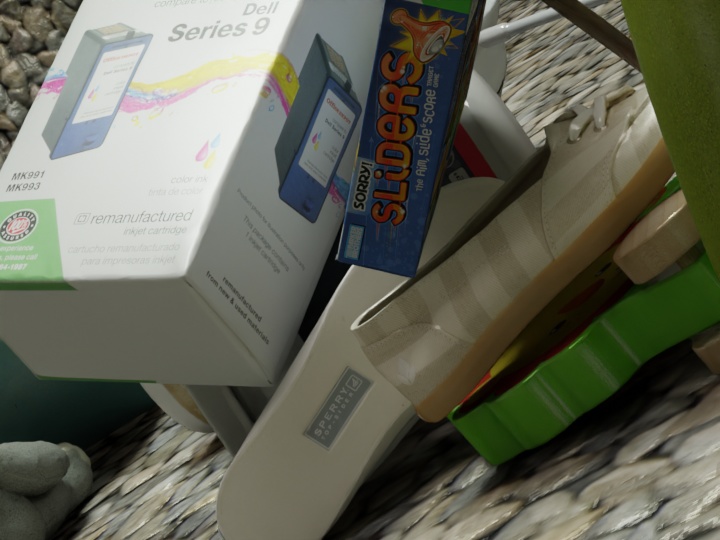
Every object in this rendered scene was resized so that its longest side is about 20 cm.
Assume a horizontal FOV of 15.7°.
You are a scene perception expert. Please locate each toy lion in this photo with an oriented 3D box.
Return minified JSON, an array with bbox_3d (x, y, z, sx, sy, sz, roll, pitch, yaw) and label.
[{"bbox_3d":[0.125,0.000,1.106,0.200,0.069,0.192,-46,8,-37],"label":"toy lion"}]

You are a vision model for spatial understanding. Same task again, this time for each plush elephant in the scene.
[{"bbox_3d":[-0.259,0.119,1.488,0.165,0.155,0.200,-33,8,0],"label":"plush elephant"}]

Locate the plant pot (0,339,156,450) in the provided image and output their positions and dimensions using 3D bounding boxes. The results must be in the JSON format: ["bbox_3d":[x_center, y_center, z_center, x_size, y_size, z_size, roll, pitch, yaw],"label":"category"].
[{"bbox_3d":[-0.235,0.038,1.653,0.141,0.141,0.200,-33,-18,-4],"label":"plant pot"}]

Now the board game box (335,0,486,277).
[{"bbox_3d":[0.031,-0.101,1.104,0.034,0.136,0.200,13,26,3],"label":"board game box"}]

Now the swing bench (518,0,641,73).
[{"bbox_3d":[0.200,-0.163,1.208,0.200,0.130,0.199,0,-11,29],"label":"swing bench"}]

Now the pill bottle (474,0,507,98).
[{"bbox_3d":[0.026,-0.103,1.554,0.116,0.116,0.200,-37,-27,-29],"label":"pill bottle"}]

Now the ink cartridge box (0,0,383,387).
[{"bbox_3d":[-0.080,-0.053,1.208,0.145,0.088,0.200,0,53,36],"label":"ink cartridge box"}]

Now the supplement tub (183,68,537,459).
[{"bbox_3d":[0.000,0.000,1.282,0.200,0.140,0.140,-33,9,-1],"label":"supplement tub"}]

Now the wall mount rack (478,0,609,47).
[{"bbox_3d":[0.172,-0.149,1.453,0.200,0.173,0.075,-44,-29,-52],"label":"wall mount rack"}]

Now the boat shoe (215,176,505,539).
[{"bbox_3d":[0.008,0.044,1.159,0.200,0.072,0.069,-59,3,3],"label":"boat shoe"}]

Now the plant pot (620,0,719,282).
[{"bbox_3d":[0.181,-0.079,0.907,0.200,0.193,0.200,-31,9,5],"label":"plant pot"}]

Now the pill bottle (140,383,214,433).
[{"bbox_3d":[-0.035,-0.003,1.487,0.200,0.120,0.120,-30,9,19],"label":"pill bottle"}]

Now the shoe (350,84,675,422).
[{"bbox_3d":[0.076,-0.025,1.059,0.200,0.053,0.070,-48,2,10],"label":"shoe"}]
